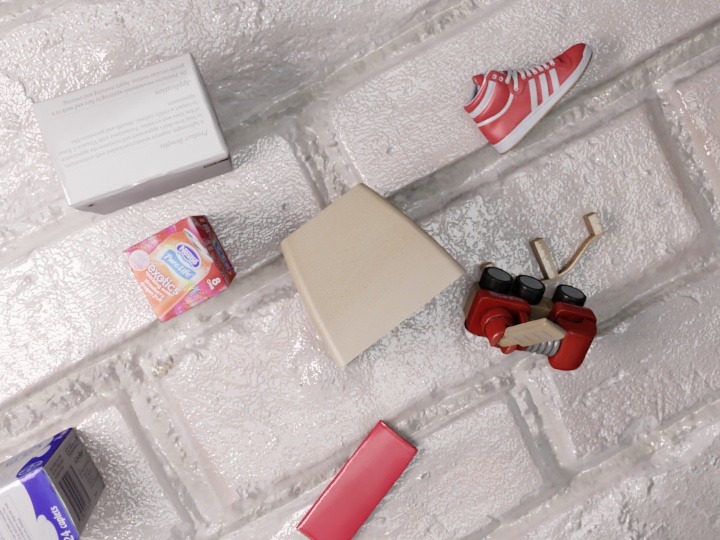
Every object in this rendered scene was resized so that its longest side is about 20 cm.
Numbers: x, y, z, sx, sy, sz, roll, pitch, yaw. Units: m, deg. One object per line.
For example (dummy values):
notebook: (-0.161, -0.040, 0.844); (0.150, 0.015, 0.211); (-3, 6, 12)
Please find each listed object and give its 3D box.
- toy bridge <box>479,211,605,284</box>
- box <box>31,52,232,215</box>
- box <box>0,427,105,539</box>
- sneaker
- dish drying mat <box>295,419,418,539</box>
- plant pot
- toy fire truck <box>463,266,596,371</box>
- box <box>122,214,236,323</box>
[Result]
toy bridge: (0.274, -0.016, 1.178); (0.199, 0.027, 0.068); (-26, 97, -5)
box: (-0.277, -0.165, 1.008); (0.198, 0.200, 0.132); (-20, 94, -7)
box: (-0.454, 0.313, 1.015); (0.199, 0.184, 0.105); (-27, 97, -6)
sneaker: (0.236, -0.277, 1.138); (0.112, 0.071, 0.200); (43, 89, -11)
dish drying mat: (-0.004, 0.321, 1.163); (0.077, 0.018, 0.200); (39, 88, -7)
plant pot: (0.000, 0.000, 1.067); (0.199, 0.200, 0.178); (-36, 86, -4)
toy fire truck: (0.245, 0.080, 1.075); (0.175, 0.200, 0.129); (14, 116, -8)
box: (-0.227, -0.008, 1.022); (0.095, 0.200, 0.100); (-28, 96, -3)
